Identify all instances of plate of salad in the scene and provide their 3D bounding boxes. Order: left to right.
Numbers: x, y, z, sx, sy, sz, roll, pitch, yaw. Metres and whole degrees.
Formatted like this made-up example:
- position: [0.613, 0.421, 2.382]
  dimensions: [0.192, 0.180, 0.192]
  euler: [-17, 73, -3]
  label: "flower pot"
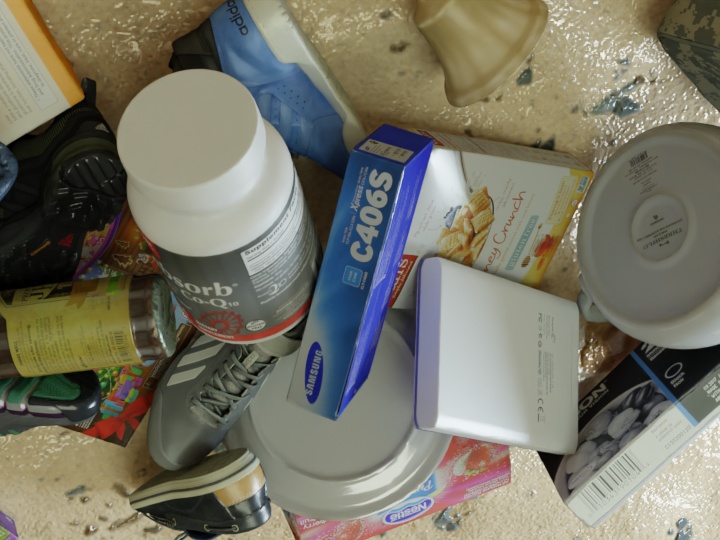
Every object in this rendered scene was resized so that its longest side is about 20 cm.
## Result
- position: [-0.019, 0.103, 1.202]
  dimensions: [0.199, 0.201, 0.048]
  euler: [-30, 167, -3]
  label: "plate of salad"

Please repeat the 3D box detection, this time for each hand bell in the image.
- position: [0.036, -0.224, 1.077]
  dimensions: [0.200, 0.104, 0.104]
  euler: [41, 99, -23]
  label: "hand bell"

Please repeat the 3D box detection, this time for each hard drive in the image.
- position: [0.115, 0.074, 1.201]
  dimensions: [0.199, 0.025, 0.133]
  euler: [17, 71, -48]
  label: "hard drive"

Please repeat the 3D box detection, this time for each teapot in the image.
- position: [0.285, -0.021, 1.225]
  dimensions: [0.145, 0.199, 0.199]
  euler: [13, 100, -45]
  label: "teapot"

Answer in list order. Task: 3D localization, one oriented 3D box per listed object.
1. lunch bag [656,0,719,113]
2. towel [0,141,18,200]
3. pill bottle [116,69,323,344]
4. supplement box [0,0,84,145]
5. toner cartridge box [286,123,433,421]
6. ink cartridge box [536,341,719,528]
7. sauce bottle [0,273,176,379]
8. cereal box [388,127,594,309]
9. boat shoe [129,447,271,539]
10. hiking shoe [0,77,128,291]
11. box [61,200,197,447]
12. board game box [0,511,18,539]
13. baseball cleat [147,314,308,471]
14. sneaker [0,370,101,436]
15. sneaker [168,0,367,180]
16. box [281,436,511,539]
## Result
- position: [0.358, -0.202, 1.184]
  dimensions: [0.200, 0.139, 0.169]
  euler: [34, 84, -36]
  label: "lunch bag"
- position: [-0.301, -0.021, 0.986]
  dimensions: [0.111, 0.200, 0.049]
  euler: [-31, 88, -35]
  label: "towel"
- position: [-0.096, -0.042, 1.017]
  dimensions: [0.115, 0.116, 0.200]
  euler: [-26, 149, -5]
  label: "pill bottle"
- position: [-0.306, -0.128, 0.990]
  dimensions: [0.199, 0.074, 0.126]
  euler: [-30, 126, -3]
  label: "supplement box"
- position: [0.000, 0.000, 1.082]
  dimensions: [0.043, 0.095, 0.201]
  euler: [19, 110, 11]
  label: "toner cartridge box"
- position: [0.242, 0.115, 1.296]
  dimensions: [0.198, 0.200, 0.043]
  euler: [-44, 101, 6]
  label: "ink cartridge box"
- position: [-0.233, 0.043, 1.038]
  dimensions: [0.198, 0.065, 0.065]
  euler: [-7, 123, 3]
  label: "sauce bottle"
- position: [0.088, -0.035, 1.194]
  dimensions: [0.199, 0.040, 0.145]
  euler: [2, 120, -43]
  label: "cereal box"
- position: [-0.130, 0.185, 1.183]
  dimensions: [0.074, 0.200, 0.063]
  euler: [-31, 96, -31]
  label: "boat shoe"
- position: [-0.234, -0.046, 1.064]
  dimensions: [0.075, 0.101, 0.200]
  euler: [22, 131, -39]
  label: "hiking shoe"
- position: [-0.198, 0.033, 1.150]
  dimensions: [0.136, 0.039, 0.201]
  euler: [23, 108, -30]
  label: "box"
- position: [-0.387, 0.198, 1.178]
  dimensions: [0.120, 0.032, 0.200]
  euler: [-38, 126, 7]
  label: "board game box"
- position: [-0.096, 0.069, 1.137]
  dimensions: [0.070, 0.106, 0.201]
  euler: [34, 80, -19]
  label: "baseball cleat"
- position: [-0.282, 0.100, 1.100]
  dimensions: [0.198, 0.075, 0.088]
  euler: [10, 122, 15]
  label: "sneaker"
- position: [-0.067, -0.114, 1.097]
  dimensions: [0.111, 0.077, 0.200]
  euler: [-30, 134, 7]
  label: "sneaker"
- position: [0.021, 0.155, 1.267]
  dimensions: [0.199, 0.100, 0.096]
  euler: [-20, 133, -11]
  label: "box"
